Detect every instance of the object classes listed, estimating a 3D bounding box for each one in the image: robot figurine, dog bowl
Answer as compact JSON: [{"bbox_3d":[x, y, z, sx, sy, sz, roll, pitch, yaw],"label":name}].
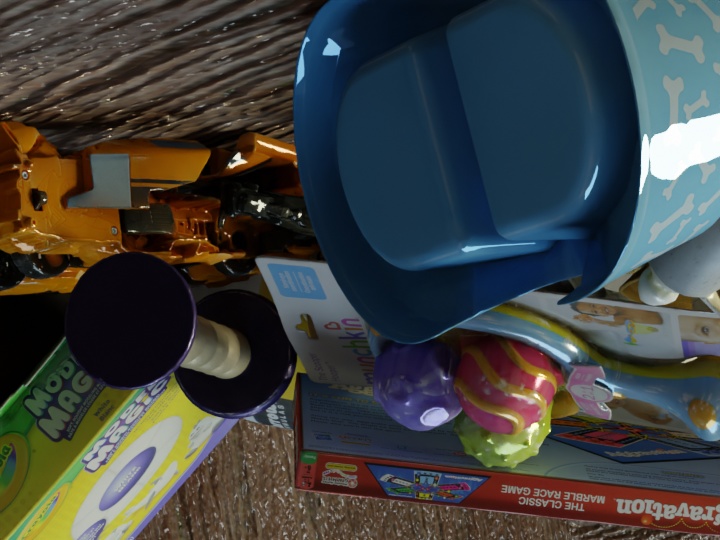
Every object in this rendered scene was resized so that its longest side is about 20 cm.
[{"bbox_3d":[-0.096,-0.024,0.994,0.144,0.059,0.199,-12,173,39],"label":"robot figurine"},{"bbox_3d":[0.046,-0.043,0.732,0.049,0.112,0.200,-13,177,-27],"label":"dog bowl"}]

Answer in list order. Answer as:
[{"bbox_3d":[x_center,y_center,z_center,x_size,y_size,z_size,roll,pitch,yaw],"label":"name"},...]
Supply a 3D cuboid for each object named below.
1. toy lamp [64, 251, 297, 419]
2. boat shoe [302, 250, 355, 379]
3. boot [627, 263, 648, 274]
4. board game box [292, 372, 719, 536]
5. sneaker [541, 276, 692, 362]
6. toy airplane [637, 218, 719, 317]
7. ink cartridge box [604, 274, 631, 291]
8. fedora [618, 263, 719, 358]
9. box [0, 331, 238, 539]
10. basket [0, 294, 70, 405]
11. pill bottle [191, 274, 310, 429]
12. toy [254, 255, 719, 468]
[{"bbox_3d":[-0.065,0.029,0.990,0.058,0.059,0.200,-9,171,9],"label":"toy lamp"},{"bbox_3d":[0.000,0.000,1.094,0.066,0.074,0.200,-35,-172,4],"label":"boat shoe"},{"bbox_3d":[0.160,-0.036,1.157,0.199,0.073,0.155,-8,174,16],"label":"boot"},{"bbox_3d":[0.071,0.076,1.005,0.199,0.020,0.103,7,-164,-4],"label":"board game box"},{"bbox_3d":[0.117,0.036,1.152,0.075,0.100,0.200,17,-151,29],"label":"sneaker"},{"bbox_3d":[0.178,-0.036,0.819,0.199,0.142,0.199,-10,175,7],"label":"toy airplane"},{"bbox_3d":[0.090,0.004,1.405,0.199,0.085,0.146,-9,174,13],"label":"ink cartridge box"},{"bbox_3d":[0.214,0.039,1.082,0.199,0.082,0.201,4,170,1],"label":"fedora"},{"bbox_3d":[-0.124,0.080,1.108,0.117,0.048,0.200,-49,164,-2],"label":"box"},{"bbox_3d":[-0.204,0.040,1.139,0.179,0.137,0.200,-2,-178,31],"label":"basket"},{"bbox_3d":[-0.008,0.029,1.233,0.199,0.113,0.112,10,179,13],"label":"pill bottle"},{"bbox_3d":[0.062,0.046,0.934,0.199,0.047,0.115,4,153,13],"label":"toy"}]
